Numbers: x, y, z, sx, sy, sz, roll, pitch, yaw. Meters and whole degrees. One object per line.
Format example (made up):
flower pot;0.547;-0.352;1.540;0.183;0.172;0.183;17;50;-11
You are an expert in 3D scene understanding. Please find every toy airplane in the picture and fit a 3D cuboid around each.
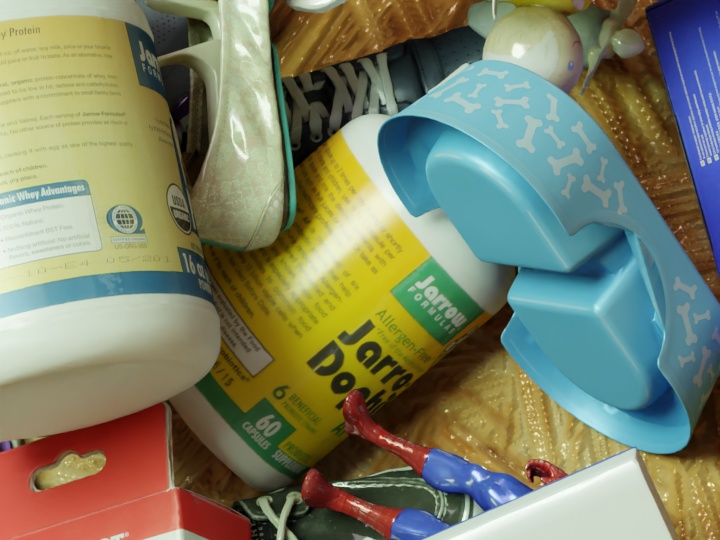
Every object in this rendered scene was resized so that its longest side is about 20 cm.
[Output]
toy airplane;0.057;-0.138;1.295;0.199;0.199;0.142;-31;63;61

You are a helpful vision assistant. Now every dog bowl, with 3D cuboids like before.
dog bowl;0.089;-0.008;1.266;0.050;0.200;0.111;-47;28;-22

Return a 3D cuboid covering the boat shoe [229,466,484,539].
boat shoe;-0.035;0.135;1.337;0.199;0.064;0.071;-24;55;18

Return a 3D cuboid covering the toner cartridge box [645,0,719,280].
toner cartridge box;0.197;-0.049;1.310;0.095;0.043;0.201;-24;55;20

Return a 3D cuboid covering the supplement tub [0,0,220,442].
supplement tub;-0.147;-0.039;1.249;0.144;0.144;0.201;-19;76;21

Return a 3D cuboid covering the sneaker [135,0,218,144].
sneaker;-0.139;-0.078;1.358;0.200;0.088;0.074;-43;53;3

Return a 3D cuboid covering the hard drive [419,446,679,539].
hard drive;0.051;0.173;1.227;0.199;0.025;0.133;-24;98;11

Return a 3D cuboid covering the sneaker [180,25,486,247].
sneaker;-0.021;-0.078;1.413;0.199;0.108;0.070;-26;53;19

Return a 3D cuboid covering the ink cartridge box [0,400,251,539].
ink cartridge box;-0.105;0.171;1.288;0.116;0.067;0.201;-18;64;25

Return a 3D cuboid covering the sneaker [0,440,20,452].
sneaker;-0.214;0.070;1.465;0.080;0.088;0.201;-30;52;16

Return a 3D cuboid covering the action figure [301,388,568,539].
action figure;0.073;0.117;1.270;0.199;0.052;0.066;24;70;14

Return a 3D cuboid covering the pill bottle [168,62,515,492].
pill bottle;0.000;0.000;1.358;0.200;0.113;0.113;-40;52;6

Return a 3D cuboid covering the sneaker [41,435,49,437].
sneaker;-0.137;0.035;1.397;0.075;0.080;0.200;-10;24;5

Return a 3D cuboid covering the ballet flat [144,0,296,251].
ballet flat;-0.067;-0.108;1.314;0.062;0.067;0.201;0;72;-19
